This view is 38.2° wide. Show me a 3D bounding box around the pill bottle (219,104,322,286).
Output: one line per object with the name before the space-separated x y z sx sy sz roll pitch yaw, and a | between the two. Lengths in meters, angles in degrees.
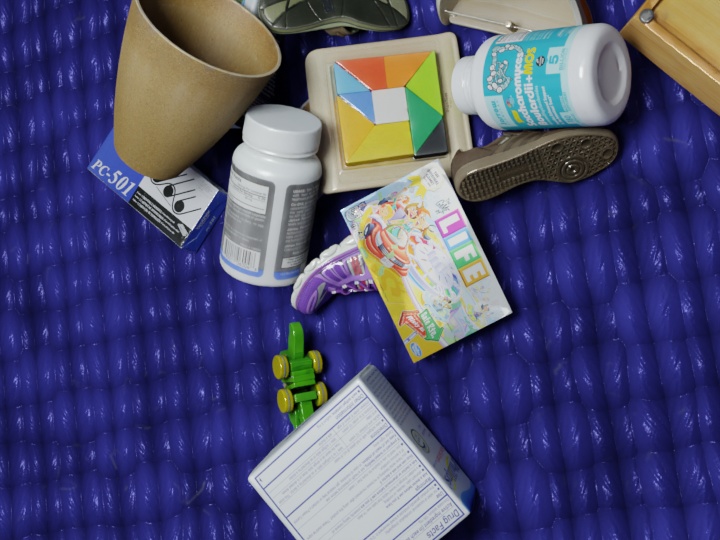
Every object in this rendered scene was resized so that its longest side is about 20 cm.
pill bottle | -0.108 -0.093 1.286 0.112 0.113 0.203 23 117 23

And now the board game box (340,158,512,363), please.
board game box | 0.078 -0.012 1.238 0.133 0.034 0.203 -27 90 4

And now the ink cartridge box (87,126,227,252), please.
ink cartridge box | -0.279 -0.122 1.433 0.199 0.044 0.095 37 95 22

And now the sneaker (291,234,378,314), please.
sneaker | 0.000 0.000 1.289 0.198 0.080 0.084 -34 78 14

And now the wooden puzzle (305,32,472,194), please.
wooden puzzle | 0.034 -0.199 1.297 0.196 0.037 0.189 -8 80 3

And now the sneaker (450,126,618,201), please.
sneaker | 0.202 -0.144 1.230 0.196 0.071 0.076 -13 43 4

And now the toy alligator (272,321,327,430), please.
toy alligator | -0.077 0.168 1.313 0.054 0.058 0.204 -16 82 64

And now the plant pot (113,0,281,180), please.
plant pot | -0.218 -0.215 1.251 0.187 0.185 0.201 48 126 20

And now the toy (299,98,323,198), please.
toy | -0.081 -0.151 1.356 0.199 0.047 0.116 -40 70 12

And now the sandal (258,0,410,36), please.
sandal | -0.034 -0.334 1.325 0.197 0.057 0.081 -5 77 -12

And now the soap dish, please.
soap dish | 0.411 -0.272 1.157 0.200 0.081 0.158 44 100 20

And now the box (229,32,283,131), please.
box | -0.189 -0.294 1.388 0.145 0.104 0.204 2 84 22

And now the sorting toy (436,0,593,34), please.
sorting toy | 0.178 -0.341 1.206 0.197 0.180 0.109 19 90 22

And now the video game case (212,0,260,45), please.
video game case | -0.194 -0.399 1.336 0.179 0.022 0.204 14 87 23

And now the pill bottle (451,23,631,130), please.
pill bottle | 0.203 -0.220 1.202 0.198 0.110 0.113 3 84 42

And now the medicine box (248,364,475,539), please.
medicine box | 0.004 0.249 1.214 0.182 0.103 0.201 -41 87 12
